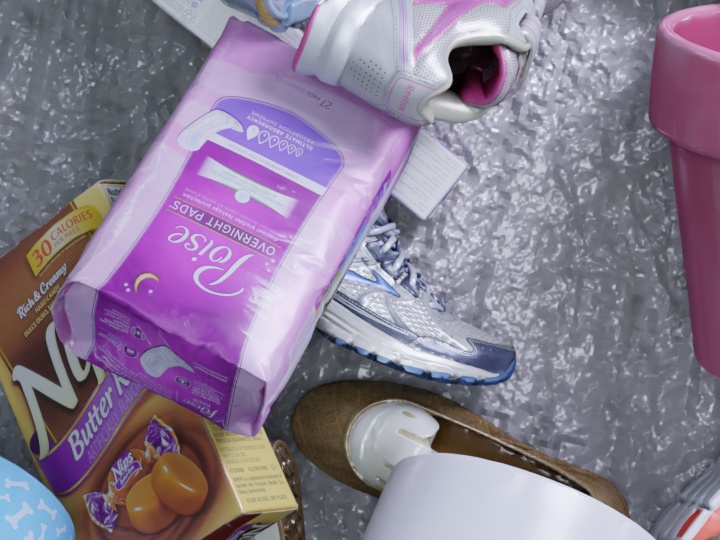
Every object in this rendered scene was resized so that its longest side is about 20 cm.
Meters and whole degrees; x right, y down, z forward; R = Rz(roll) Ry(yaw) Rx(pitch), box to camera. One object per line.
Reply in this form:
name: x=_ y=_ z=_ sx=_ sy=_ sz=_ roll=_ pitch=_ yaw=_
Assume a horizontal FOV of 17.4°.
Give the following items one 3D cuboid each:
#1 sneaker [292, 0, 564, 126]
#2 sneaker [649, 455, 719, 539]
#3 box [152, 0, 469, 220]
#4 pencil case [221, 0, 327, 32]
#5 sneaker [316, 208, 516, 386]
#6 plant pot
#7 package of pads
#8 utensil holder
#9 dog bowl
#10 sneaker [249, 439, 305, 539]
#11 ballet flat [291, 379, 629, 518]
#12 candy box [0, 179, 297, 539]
sneaker: x=0.057 y=-0.123 z=1.239 sx=0.088 sy=0.200 sz=0.081 roll=43 pitch=137 yaw=19
sneaker: x=0.218 y=0.142 z=1.285 sx=0.082 sy=0.077 sz=0.200 roll=39 pitch=95 yaw=-4
box: x=-0.028 y=-0.105 z=1.310 sx=0.200 sy=0.039 sz=0.041 roll=38 pitch=96 yaw=2
pencil case: x=-0.097 y=-0.200 z=1.257 sx=0.200 sy=0.083 sz=0.091 roll=27 pitch=134 yaw=27
sneaker: x=0.000 y=0.000 z=1.296 sx=0.199 sy=0.077 sz=0.085 roll=25 pitch=90 yaw=3
plant pot: x=0.246 y=-0.034 z=1.227 sx=0.199 sy=0.200 sz=0.180 roll=4 pitch=108 yaw=4
package of pads: x=-0.061 y=-0.026 z=1.219 sx=0.120 sy=0.076 sz=0.200 roll=25 pitch=59 yaw=6
utensil holder: x=0.055 y=0.216 z=1.195 sx=0.169 sy=0.170 sz=0.201 roll=21 pitch=70 yaw=3
dog bowl: x=-0.227 y=0.147 z=1.272 sx=0.111 sy=0.200 sz=0.050 roll=43 pitch=55 yaw=-19
sneaker: x=-0.075 y=0.197 z=1.316 sx=0.089 sy=0.067 sz=0.201 roll=-5 pitch=92 yaw=13
ballet flat: x=0.055 y=0.112 z=1.295 sx=0.199 sy=0.072 sz=0.068 roll=24 pitch=92 yaw=3
candy box: x=-0.127 y=0.066 z=1.272 sx=0.117 sy=0.056 sz=0.201 roll=-35 pitch=70 yaw=28
